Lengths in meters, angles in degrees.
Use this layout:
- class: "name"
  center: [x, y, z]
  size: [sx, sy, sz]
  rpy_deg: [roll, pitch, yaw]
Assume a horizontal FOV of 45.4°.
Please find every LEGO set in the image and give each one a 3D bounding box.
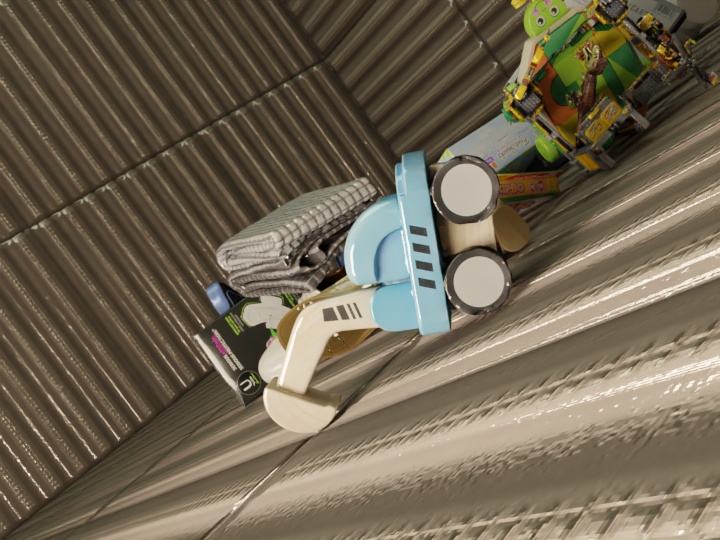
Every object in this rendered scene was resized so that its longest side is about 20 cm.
- class: "LEGO set"
  center: [0.246, -0.194, 0.868]
  size: [0.200, 0.154, 0.116]
  rpy_deg: [-40, 2, 2]

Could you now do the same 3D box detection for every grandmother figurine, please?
- class: "grandmother figurine"
  center: [0.087, -0.036, 0.863]
  size: [0.120, 0.061, 0.200]
  rpy_deg: [-15, 9, -12]

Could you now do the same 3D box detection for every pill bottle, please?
- class: "pill bottle"
  center: [0.569, -0.466, 1.619]
  size: [0.119, 0.120, 0.200]
  rpy_deg: [-38, 3, -16]

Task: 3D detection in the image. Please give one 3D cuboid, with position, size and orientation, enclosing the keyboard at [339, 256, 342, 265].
- class: "keyboard"
  center: [-0.001, 0.001, 1.354]
  size: [0.056, 0.011, 0.200]
  rpy_deg: [-54, 22, 15]

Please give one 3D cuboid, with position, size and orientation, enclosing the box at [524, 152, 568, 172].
- class: "box"
  center: [0.289, -0.223, 1.244]
  size: [0.199, 0.107, 0.148]
  rpy_deg: [-37, 3, 29]

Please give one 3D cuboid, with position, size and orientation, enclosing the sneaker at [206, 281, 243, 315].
- class: "sneaker"
  center: [-0.159, 0.069, 1.375]
  size: [0.078, 0.200, 0.070]
  rpy_deg: [-39, 39, 6]

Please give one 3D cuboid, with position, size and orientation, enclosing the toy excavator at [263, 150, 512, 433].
- class: "toy excavator"
  center: [0.014, 0.015, 0.653]
  size: [0.198, 0.197, 0.100]
  rpy_deg: [-8, 8, 9]

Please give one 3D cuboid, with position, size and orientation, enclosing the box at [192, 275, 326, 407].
- class: "box"
  center: [-0.125, 0.084, 1.250]
  size: [0.199, 0.125, 0.149]
  rpy_deg: [-36, 2, -8]

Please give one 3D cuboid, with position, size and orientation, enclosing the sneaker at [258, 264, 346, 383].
- class: "sneaker"
  center: [-0.066, 0.056, 1.093]
  size: [0.200, 0.085, 0.073]
  rpy_deg: [-42, 40, 3]

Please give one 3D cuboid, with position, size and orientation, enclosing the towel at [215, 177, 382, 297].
- class: "towel"
  center: [-0.072, -0.039, 1.092]
  size: [0.165, 0.086, 0.199]
  rpy_deg: [-35, 15, -30]

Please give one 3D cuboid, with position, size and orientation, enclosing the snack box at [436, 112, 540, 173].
- class: "snack box"
  center: [0.149, -0.116, 1.159]
  size: [0.168, 0.068, 0.200]
  rpy_deg: [-35, -14, -32]

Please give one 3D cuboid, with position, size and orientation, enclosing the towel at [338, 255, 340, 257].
- class: "towel"
  center: [-0.061, -0.043, 1.316]
  size: [0.198, 0.024, 0.152]
  rpy_deg: [-18, -16, 14]

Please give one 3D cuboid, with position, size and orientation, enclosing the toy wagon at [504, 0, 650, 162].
- class: "toy wagon"
  center: [0.235, -0.224, 0.953]
  size: [0.155, 0.201, 0.040]
  rpy_deg: [-37, 17, -2]

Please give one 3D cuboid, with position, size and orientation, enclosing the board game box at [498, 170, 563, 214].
- class: "board game box"
  center: [0.146, -0.073, 1.001]
  size: [0.095, 0.030, 0.200]
  rpy_deg: [-6, -13, -23]

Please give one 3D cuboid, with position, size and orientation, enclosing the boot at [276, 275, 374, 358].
- class: "boot"
  center: [0.007, 0.028, 1.011]
  size: [0.199, 0.072, 0.155]
  rpy_deg: [-29, 6, 22]

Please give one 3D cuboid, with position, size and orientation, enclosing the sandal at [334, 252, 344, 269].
- class: "sandal"
  center: [0.000, 0.000, 1.212]
  size: [0.079, 0.087, 0.200]
  rpy_deg: [-34, 19, 2]

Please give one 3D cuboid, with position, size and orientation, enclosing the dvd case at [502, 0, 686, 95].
- class: "dvd case"
  center: [0.299, -0.279, 1.117]
  size: [0.201, 0.150, 0.025]
  rpy_deg: [-55, -29, 8]
